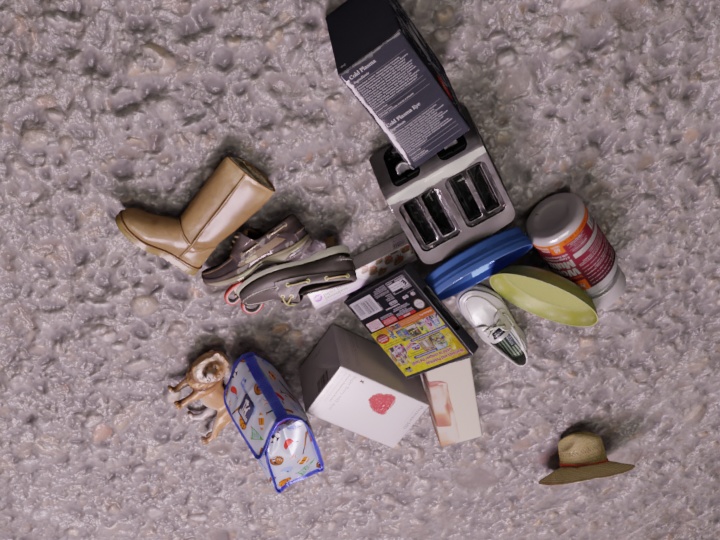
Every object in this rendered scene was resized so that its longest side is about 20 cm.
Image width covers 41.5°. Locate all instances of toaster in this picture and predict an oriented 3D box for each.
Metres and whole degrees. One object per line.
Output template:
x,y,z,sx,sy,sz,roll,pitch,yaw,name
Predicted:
0.133,-0.127,1.509,0.179,0.120,0.201,-26,125,10,toaster

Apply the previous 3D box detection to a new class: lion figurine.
-0.268,0.228,1.721,0.121,0.073,0.201,-29,140,-5,lion figurine

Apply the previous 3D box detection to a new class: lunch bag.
-0.156,0.260,1.662,0.122,0.171,0.202,-26,140,-15,lunch bag

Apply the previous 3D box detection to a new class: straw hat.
0.450,0.372,1.928,0.197,0.201,0.087,-11,85,-2,straw hat

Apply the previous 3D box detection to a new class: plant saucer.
0.320,0.040,1.642,0.198,0.199,0.031,32,75,-27,plant saucer

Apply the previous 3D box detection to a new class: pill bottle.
0.373,-0.029,1.626,0.109,0.110,0.200,-34,123,14,pill bottle

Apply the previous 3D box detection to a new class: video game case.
0.081,0.089,1.598,0.181,0.026,0.199,50,146,-7,video game case

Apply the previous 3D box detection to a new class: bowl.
0.191,-0.009,1.577,0.198,0.040,0.201,-28,170,-5,bowl

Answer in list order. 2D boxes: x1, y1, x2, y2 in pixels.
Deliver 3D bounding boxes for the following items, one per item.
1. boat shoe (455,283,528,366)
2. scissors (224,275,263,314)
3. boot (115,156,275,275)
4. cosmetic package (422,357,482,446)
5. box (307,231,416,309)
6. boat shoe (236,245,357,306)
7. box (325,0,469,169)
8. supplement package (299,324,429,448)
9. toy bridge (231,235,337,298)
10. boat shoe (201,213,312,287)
0.248,0.099,1.717,0.073,0.067,0.199,-40,122,18,boat shoe
-0.139,0.007,1.581,0.199,0.014,0.073,-36,123,17,scissors
-0.260,-0.105,1.491,0.174,0.067,0.200,31,114,-36,boot
0.163,0.214,1.761,0.086,0.104,0.203,-14,125,-2,cosmetic package
0.000,0.000,1.621,0.197,0.042,0.039,-27,125,8,box
-0.104,0.021,1.542,0.198,0.062,0.072,-21,162,0,boat shoe
0.050,-0.280,1.337,0.103,0.201,0.182,-33,125,16,box
0.006,0.211,1.718,0.198,0.121,0.122,26,116,-25,supplement package
-0.124,0.008,1.611,0.197,0.027,0.068,-22,126,7,toy bridge
-0.175,-0.036,1.556,0.197,0.075,0.074,-23,100,10,boat shoe
